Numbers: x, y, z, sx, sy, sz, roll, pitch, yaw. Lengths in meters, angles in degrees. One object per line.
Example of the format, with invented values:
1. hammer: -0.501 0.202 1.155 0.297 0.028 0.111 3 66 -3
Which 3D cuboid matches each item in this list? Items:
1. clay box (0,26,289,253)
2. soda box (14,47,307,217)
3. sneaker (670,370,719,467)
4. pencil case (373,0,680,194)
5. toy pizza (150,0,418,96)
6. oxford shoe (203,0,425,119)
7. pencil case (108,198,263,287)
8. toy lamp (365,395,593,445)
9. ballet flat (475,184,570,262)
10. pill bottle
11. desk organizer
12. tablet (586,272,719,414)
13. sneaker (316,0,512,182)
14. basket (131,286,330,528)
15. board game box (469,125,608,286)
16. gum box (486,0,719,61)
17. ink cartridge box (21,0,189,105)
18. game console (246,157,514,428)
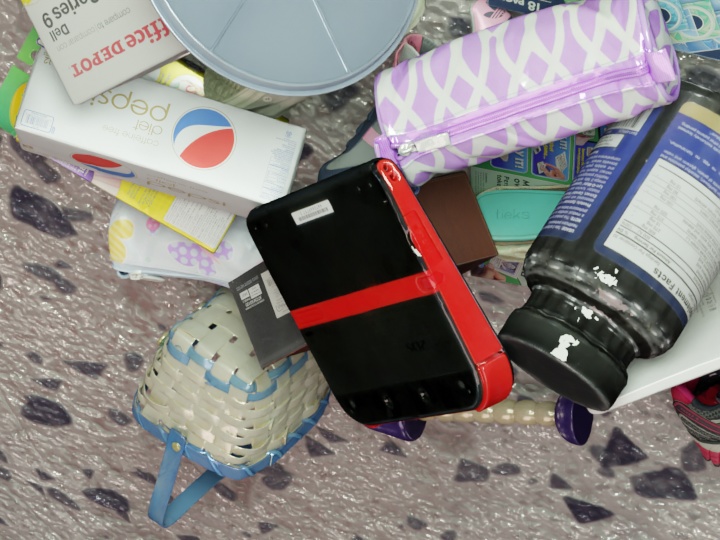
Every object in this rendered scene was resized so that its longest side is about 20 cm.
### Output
1. clay box: -0.167 -0.113 1.375 0.200 0.048 0.115 31 99 -5
2. soda box: -0.143 -0.094 1.313 0.199 0.064 0.068 17 169 -4
3. sneaker: 0.325 0.099 1.376 0.199 0.081 0.075 -15 124 39
4. pencil case: 0.101 -0.115 1.146 0.199 0.086 0.084 -19 104 21
5. toy pizza: -0.053 -0.205 1.147 0.200 0.201 0.032 38 157 -16
6. oxford shoe: -0.027 -0.158 1.288 0.200 0.076 0.058 -23 148 38
7. pencil case: -0.101 -0.022 1.454 0.199 0.091 0.083 11 142 15
8. toy lamp: 0.093 0.118 1.536 0.199 0.058 0.058 1 135 28
9. ballet flat: 0.171 -0.031 1.293 0.199 0.068 0.062 6 163 28
10. pill bottle: 0.174 -0.016 1.171 0.112 0.200 0.112 33 168 8
11. desk organizer: 0.000 0.000 1.331 0.200 0.077 0.072 -30 79 44
12. tablet: 0.208 0.039 1.259 0.130 0.200 0.014 -22 104 8
13. sneaker: 0.037 -0.117 1.257 0.200 0.070 0.082 -29 102 29
14. basket: -0.106 0.107 1.545 0.139 0.176 0.201 28 130 19
15. board game box: 0.146 -0.059 1.332 0.134 0.029 0.200 12 139 14
16. gum box: 0.168 -0.231 1.116 0.169 0.045 0.200 15 141 12
17. ink cartridge box: -0.163 -0.230 1.203 0.145 0.087 0.201 -19 102 40
18. game console: 0.010 0.020 1.218 0.200 0.031 0.177 -17 101 59
